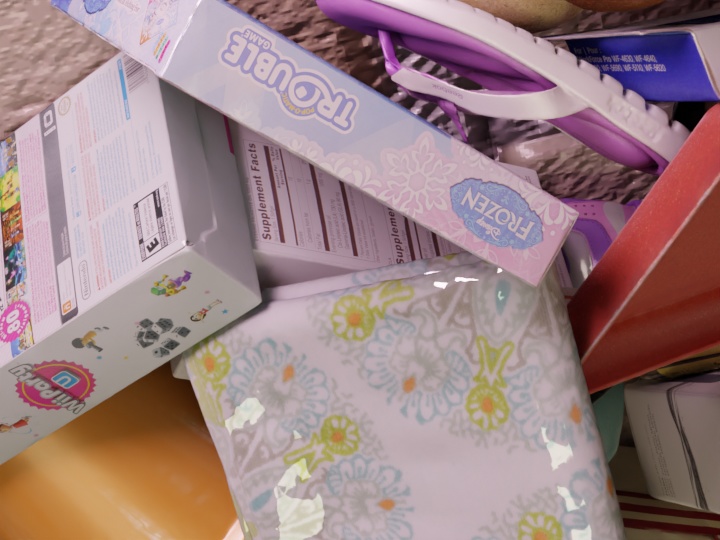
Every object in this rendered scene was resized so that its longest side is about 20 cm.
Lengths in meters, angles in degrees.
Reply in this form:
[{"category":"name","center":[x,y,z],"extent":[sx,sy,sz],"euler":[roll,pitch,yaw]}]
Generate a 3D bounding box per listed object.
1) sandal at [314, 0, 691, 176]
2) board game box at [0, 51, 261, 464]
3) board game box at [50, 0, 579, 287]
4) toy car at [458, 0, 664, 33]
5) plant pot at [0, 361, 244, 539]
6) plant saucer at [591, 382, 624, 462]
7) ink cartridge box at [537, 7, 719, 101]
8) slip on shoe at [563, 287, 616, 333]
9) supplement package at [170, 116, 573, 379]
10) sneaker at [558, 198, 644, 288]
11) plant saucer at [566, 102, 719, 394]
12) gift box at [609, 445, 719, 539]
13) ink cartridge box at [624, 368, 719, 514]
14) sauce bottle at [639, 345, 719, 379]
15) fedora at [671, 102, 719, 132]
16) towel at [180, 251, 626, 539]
[{"category":"sandal","center":[0.065,-0.081,0.811],"extent":[0.202,0.050,0.082],"euler":[24,173,-11]},{"category":"board game box","center":[-0.154,-0.005,0.903],"extent":[0.200,0.148,0.064],"euler":[-31,138,21]},{"category":"board game box","center":[-0.027,-0.077,0.802],"extent":[0.200,0.199,0.043],"euler":[28,95,-28]},{"category":"toy car","center":[0.078,-0.175,0.808],"extent":[0.164,0.158,0.200],"euler":[9,162,-31]},{"category":"plant pot","center":[-0.141,0.108,1.015],"extent":[0.200,0.201,0.183],"euler":[-31,124,21]},{"category":"plant saucer","center":[0.077,0.131,0.996],"extent":[0.200,0.036,0.200],"euler":[-36,175,-4]},{"category":"ink cartridge box","center":[0.183,-0.108,0.834],"extent":[0.199,0.099,0.039],"euler":[-12,101,-27]},{"category":"slip on shoe","center":[0.063,0.079,0.953],"extent":[0.074,0.061,0.200],"euler":[28,124,-36]},{"category":"supplement package","center":[0.000,0.000,0.977],"extent":[0.199,0.110,0.114],"euler":[10,135,-24]},{"category":"sneaker","center":[0.120,0.027,1.072],"extent":[0.088,0.081,0.200],"euler":[11,130,-16]},{"category":"plant saucer","center":[0.193,-0.027,0.867],"extent":[0.199,0.037,0.200],"euler":[-16,148,-39]},{"category":"gift box","center":[0.166,0.211,1.205],"extent":[0.186,0.200,0.185],"euler":[13,121,-33]},{"category":"ink cartridge box","center":[0.268,0.091,1.075],"extent":[0.145,0.085,0.200],"euler":[-17,180,-13]},{"category":"sauce bottle","center":[0.249,0.021,1.051],"extent":[0.200,0.065,0.065],"euler":[-14,146,40]},{"category":"fedora","center":[0.279,-0.076,0.974],"extent":[0.200,0.092,0.201],"euler":[-7,139,-7]},{"category":"towel","center":[0.020,0.084,0.864],"extent":[0.199,0.048,0.172],"euler":[-11,106,23]}]
